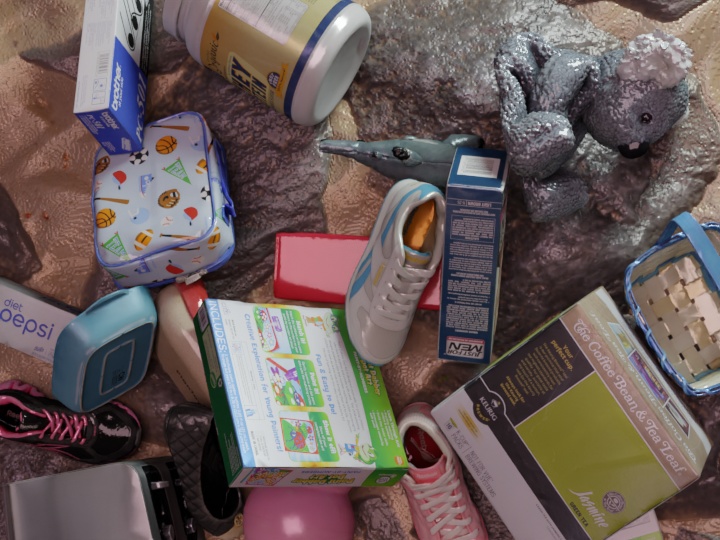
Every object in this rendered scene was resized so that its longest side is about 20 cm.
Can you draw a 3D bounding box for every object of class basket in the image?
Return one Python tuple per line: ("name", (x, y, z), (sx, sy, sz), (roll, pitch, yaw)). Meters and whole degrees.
("basket", (0.346, 0.034, 1.294), (0.138, 0.200, 0.178), (-29, 84, 0))

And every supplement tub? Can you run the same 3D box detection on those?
("supplement tub", (-0.102, -0.265, 1.411), (0.198, 0.144, 0.146), (31, 93, 9))

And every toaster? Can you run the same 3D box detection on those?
("toaster", (-0.284, 0.275, 1.409), (0.197, 0.181, 0.121), (-12, 82, 9))

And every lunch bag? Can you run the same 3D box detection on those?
("lunch bag", (-0.214, -0.073, 1.423), (0.158, 0.076, 0.202), (-16, 55, 7))

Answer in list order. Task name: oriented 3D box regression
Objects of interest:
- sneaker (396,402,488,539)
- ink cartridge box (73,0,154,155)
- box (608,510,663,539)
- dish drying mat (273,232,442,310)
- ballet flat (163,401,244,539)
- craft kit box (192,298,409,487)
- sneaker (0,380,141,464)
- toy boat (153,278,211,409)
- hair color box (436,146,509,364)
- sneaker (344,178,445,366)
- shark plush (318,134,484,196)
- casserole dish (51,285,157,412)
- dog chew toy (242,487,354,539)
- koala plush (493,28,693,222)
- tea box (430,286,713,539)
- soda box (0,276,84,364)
("sneaker", (0.082, 0.243, 1.384), (0.074, 0.105, 0.203), (-19, 86, 6))
("ink cartridge box", (-0.270, -0.240, 1.430), (0.043, 0.094, 0.203), (-5, 66, 13))
("box", (0.238, 0.243, 1.392), (0.142, 0.036, 0.203), (-17, 84, 9))
("dish drying mat", (0.000, 0.000, 1.449), (0.196, 0.018, 0.078), (4, 89, 9))
("ballet flat", (-0.160, 0.225, 1.399), (0.056, 0.067, 0.202), (6, 133, 28))
("craft kit box", (-0.063, 0.127, 1.343), (0.195, 0.049, 0.202), (4, 52, -29))
("sneaker", (-0.349, 0.176, 1.464), (0.197, 0.095, 0.080), (9, 88, 8))
("toy boat", (-0.143, 0.088, 1.433), (0.130, 0.131, 0.201), (-34, 83, -24))
("hair color box", (0.118, -0.015, 1.347), (0.059, 0.100, 0.203), (6, 119, 8))
("sneaker", (0.039, 0.004, 1.366), (0.075, 0.081, 0.203), (13, 94, -19))
("shark plush", (0.056, -0.130, 1.410), (0.198, 0.083, 0.092), (24, 92, 9))
("casserole dish", (-0.274, 0.093, 1.405), (0.120, 0.201, 0.039), (-29, 69, -30))
("dog chew toy", (-0.057, 0.223, 1.404), (0.122, 0.125, 0.203), (10, 82, 10))
("koala plush", (0.248, -0.177, 1.340), (0.197, 0.178, 0.187), (-12, 66, 12))
("tea box", (0.214, 0.158, 1.295), (0.196, 0.133, 0.201), (-37, 83, 22))
("soda box", (-0.389, 0.055, 1.487), (0.197, 0.068, 0.064), (21, 91, 10))
